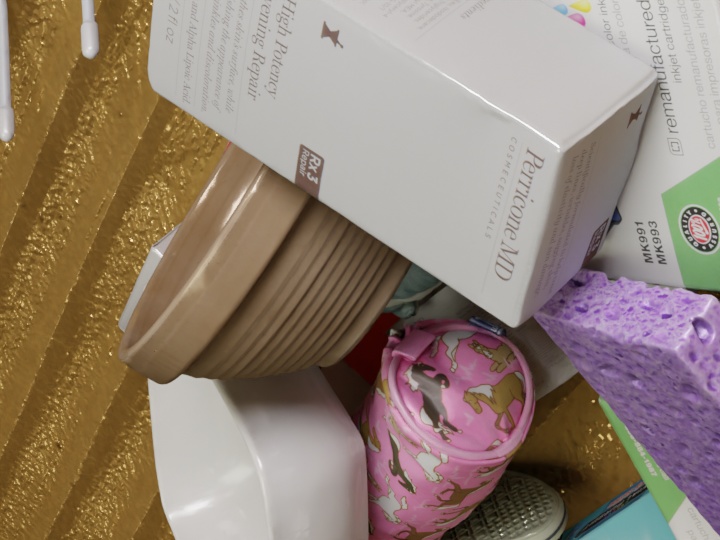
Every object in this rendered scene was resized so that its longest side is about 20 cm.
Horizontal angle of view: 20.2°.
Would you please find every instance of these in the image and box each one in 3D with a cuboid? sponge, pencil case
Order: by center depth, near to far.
[{"bbox_3d":[0.162,0.079,0.853,0.200,0.030,0.111,47,164,-25],"label":"sponge"},{"bbox_3d":[0.032,0.095,1.102,0.082,0.087,0.200,5,155,-10],"label":"pencil case"}]

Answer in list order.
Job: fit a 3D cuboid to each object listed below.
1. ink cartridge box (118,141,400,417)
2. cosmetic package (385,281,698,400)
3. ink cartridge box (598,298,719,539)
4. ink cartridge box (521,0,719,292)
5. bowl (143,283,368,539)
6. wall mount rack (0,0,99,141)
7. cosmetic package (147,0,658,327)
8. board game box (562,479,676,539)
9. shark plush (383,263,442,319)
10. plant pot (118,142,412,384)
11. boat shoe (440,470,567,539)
[{"bbox_3d":[-0.046,0.042,1.241,0.200,0.045,0.177,42,140,9],"label":"ink cartridge box"},{"bbox_3d":[0.101,0.012,1.081,0.083,0.051,0.200,48,140,-3],"label":"cosmetic package"},{"bbox_3d":[0.237,0.071,0.948,0.199,0.084,0.147,-26,98,38],"label":"ink cartridge box"},{"bbox_3d":[0.098,-0.077,0.860,0.199,0.087,0.146,9,126,41],"label":"ink cartridge box"},{"bbox_3d":[-0.053,0.115,1.123,0.200,0.074,0.201,-126,27,-48],"label":"bowl"},{"bbox_3d":[-0.215,-0.185,1.193,0.174,0.074,0.200,52,140,-4],"label":"wall mount rack"},{"bbox_3d":[0.012,-0.077,0.818,0.199,0.074,0.102,34,139,22],"label":"cosmetic package"},{"bbox_3d":[0.198,0.184,1.129,0.151,0.047,0.200,47,140,2],"label":"board game box"},{"bbox_3d":[0.000,0.000,1.084,0.199,0.083,0.092,18,91,50],"label":"shark plush"},{"bbox_3d":[-0.028,-0.019,0.977,0.092,0.202,0.201,33,140,-9],"label":"plant pot"},{"bbox_3d":[0.064,0.170,1.222,0.062,0.075,0.199,51,145,-11],"label":"boat shoe"}]
